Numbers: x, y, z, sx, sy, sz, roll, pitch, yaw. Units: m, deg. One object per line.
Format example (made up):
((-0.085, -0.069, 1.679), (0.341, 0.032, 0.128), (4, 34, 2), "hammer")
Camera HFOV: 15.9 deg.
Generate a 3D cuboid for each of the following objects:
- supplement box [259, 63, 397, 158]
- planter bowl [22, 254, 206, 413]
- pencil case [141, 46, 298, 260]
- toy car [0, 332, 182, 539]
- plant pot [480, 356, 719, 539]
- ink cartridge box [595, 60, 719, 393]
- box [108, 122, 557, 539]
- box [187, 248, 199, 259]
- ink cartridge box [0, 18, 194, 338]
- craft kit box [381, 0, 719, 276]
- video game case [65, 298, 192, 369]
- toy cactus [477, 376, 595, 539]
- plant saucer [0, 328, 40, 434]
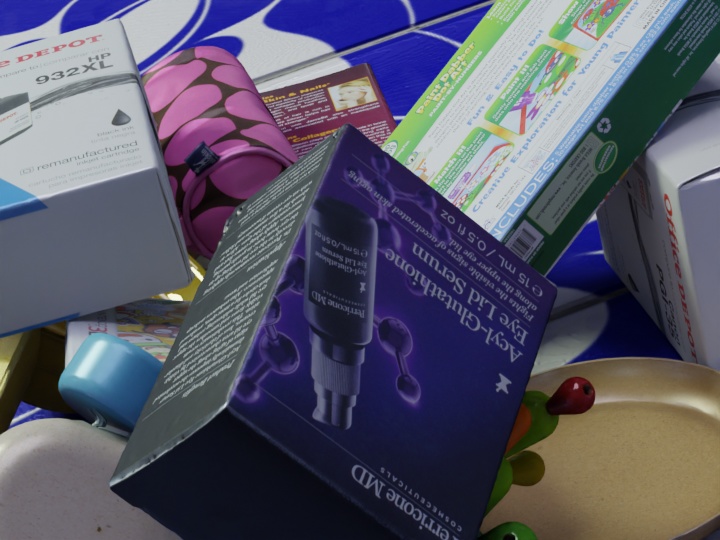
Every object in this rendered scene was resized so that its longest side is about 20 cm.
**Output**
((-0.021, -0.054, 1.728), (0.110, 0.086, 0.200), (-16, 28, -2), "supplement box")
((-0.187, 0.031, 1.609), (0.200, 0.083, 0.200), (21, 23, -10), "planter bowl")
((-0.095, -0.075, 1.629), (0.094, 0.091, 0.200), (-29, 26, 0), "pencil case")
((-0.137, 0.159, 1.347), (0.184, 0.177, 0.200), (-60, 7, -18), "toy car")
((0.130, 0.111, 1.416), (0.200, 0.027, 0.200), (-10, 27, 5), "plant pot")
((0.202, -0.038, 1.532), (0.083, 0.147, 0.200), (-17, 27, -7), "ink cartridge box")
((-0.009, 0.056, 1.251), (0.104, 0.148, 0.200), (-35, 25, 43), "box")
((-0.172, -0.033, 1.815), (0.163, 0.021, 0.200), (-7, 28, 23), "box")
((-0.187, -0.054, 1.498), (0.145, 0.084, 0.200), (-16, 32, -2), "ink cartridge box")
((0.108, -0.100, 1.534), (0.200, 0.049, 0.198), (-51, 30, -2), "craft kit box")
((-0.065, 0.046, 1.444), (0.200, 0.023, 0.182), (5, 10, -7), "video game case")
((0.041, 0.146, 1.319), (0.165, 0.102, 0.200), (-12, 51, 50), "toy cactus")
((-0.284, 0.103, 1.520), (0.200, 0.048, 0.200), (11, 71, 38), "plant saucer")
